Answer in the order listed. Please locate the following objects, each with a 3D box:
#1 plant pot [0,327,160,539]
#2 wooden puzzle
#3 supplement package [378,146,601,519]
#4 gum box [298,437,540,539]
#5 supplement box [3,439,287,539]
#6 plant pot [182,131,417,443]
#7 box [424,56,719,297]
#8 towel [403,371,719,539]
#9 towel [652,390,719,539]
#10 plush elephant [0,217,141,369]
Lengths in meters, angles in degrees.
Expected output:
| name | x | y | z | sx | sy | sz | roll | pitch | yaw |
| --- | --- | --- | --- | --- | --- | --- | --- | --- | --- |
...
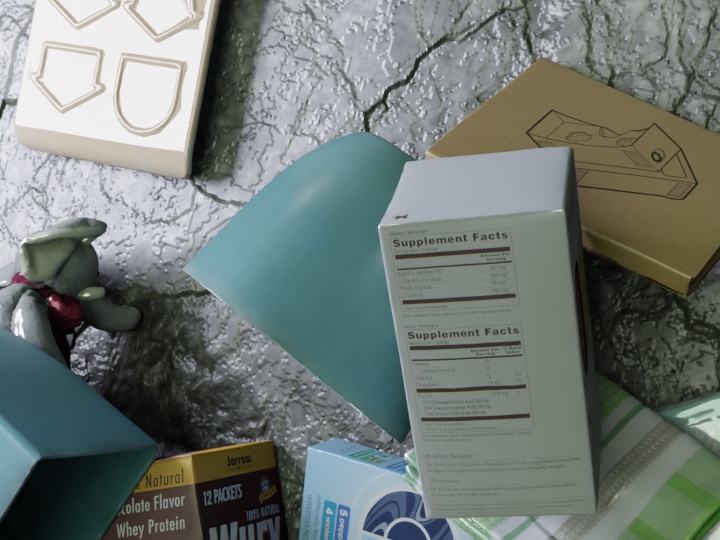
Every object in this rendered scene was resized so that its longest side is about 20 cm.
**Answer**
| name | x | y | z | sx | sy | sz | roll | pitch | yaw |
| --- | --- | --- | --- | --- | --- | --- | --- | --- | --- |
| plant pot | -0.283 | 0.121 | 0.987 | 0.200 | 0.141 | 0.142 | 40 | 104 | 22 |
| wooden puzzle | -0.201 | -0.190 | 1.163 | 0.184 | 0.046 | 0.201 | 12 | 97 | 25 |
| supplement package | 0.086 | 0.039 | 0.846 | 0.109 | 0.114 | 0.201 | -4 | 114 | 13 |
| gum box | 0.043 | 0.231 | 1.004 | 0.199 | 0.044 | 0.171 | 12 | 100 | 33 |
| supplement box | -0.166 | 0.251 | 1.077 | 0.196 | 0.133 | 0.201 | -12 | 83 | 24 |
| plant pot | 0.000 | 0.000 | 0.984 | 0.200 | 0.201 | 0.161 | 37 | 85 | 21 |
| box | 0.169 | -0.071 | 0.932 | 0.199 | 0.163 | 0.021 | 28 | 135 | 23 |
| towel | 0.138 | 0.136 | 0.917 | 0.149 | 0.031 | 0.200 | -44 | 47 | -12 |
| towel | 0.220 | 0.182 | 0.951 | 0.199 | 0.048 | 0.172 | -21 | 82 | 23 |
| plush elephant | -0.259 | 0.038 | 1.133 | 0.155 | 0.165 | 0.200 | -46 | 105 | -21 |
